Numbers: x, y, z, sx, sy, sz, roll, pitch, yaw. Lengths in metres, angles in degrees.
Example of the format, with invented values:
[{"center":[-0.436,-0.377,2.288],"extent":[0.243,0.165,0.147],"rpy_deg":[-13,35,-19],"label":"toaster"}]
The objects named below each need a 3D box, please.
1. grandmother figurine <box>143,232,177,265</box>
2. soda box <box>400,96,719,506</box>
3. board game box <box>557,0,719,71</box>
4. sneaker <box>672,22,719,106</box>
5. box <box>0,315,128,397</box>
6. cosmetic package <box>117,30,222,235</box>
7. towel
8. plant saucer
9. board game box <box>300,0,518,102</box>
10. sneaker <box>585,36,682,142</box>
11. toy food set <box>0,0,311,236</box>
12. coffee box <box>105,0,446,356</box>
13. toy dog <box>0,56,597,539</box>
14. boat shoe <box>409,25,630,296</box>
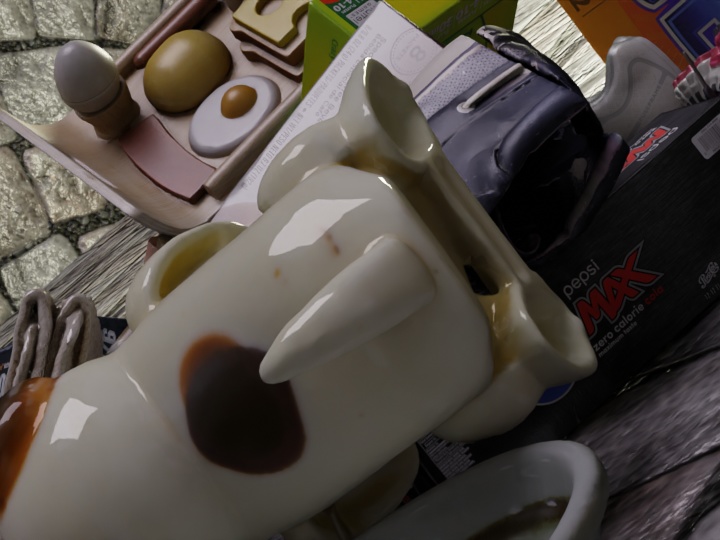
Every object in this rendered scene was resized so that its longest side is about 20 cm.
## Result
[{"center":[-0.101,0.074,1.265],"extent":[0.121,0.060,0.201],"rpy_deg":[-30,-39,-68],"label":"grandmother figurine"},{"center":[0.085,0.015,1.042],"extent":[0.200,0.063,0.071],"rpy_deg":[-40,9,-16],"label":"soda box"},{"center":[0.195,-0.218,1.347],"extent":[0.200,0.200,0.200],"rpy_deg":[-35,9,21],"label":"board game box"},{"center":[0.184,-0.073,1.093],"extent":[0.080,0.075,0.200],"rpy_deg":[-28,-4,3],"label":"sneaker"},{"center":[-0.151,0.114,1.239],"extent":[0.046,0.160,0.200],"rpy_deg":[6,-12,-23],"label":"box"},{"center":[-0.052,-0.025,1.378],"extent":[0.090,0.107,0.200],"rpy_deg":[-47,-22,-11],"label":"cosmetic package"},{"center":[-0.129,0.080,1.047],"extent":[0.200,0.034,0.133],"rpy_deg":[128,153,-83],"label":"towel"},{"center":[0.006,0.133,0.789],"extent":[0.200,0.050,0.200],"rpy_deg":[-37,8,6],"label":"plant saucer"},{"center":[0.019,-0.073,1.243],"extent":[0.101,0.048,0.201],"rpy_deg":[-38,-26,-29],"label":"board game box"},{"center":[0.087,-0.040,1.278],"extent":[0.200,0.081,0.075],"rpy_deg":[-37,10,15],"label":"sneaker"},{"center":[-0.075,-0.117,1.263],"extent":[0.200,0.060,0.143],"rpy_deg":[-47,42,-10],"label":"toy food set"},{"center":[0.000,0.000,1.110],"extent":[0.200,0.113,0.080],"rpy_deg":[-51,-37,3],"label":"coffee box"},{"center":[-0.035,0.052,0.894],"extent":[0.200,0.140,0.194],"rpy_deg":[-38,10,15],"label":"toy dog"},{"center":[0.018,-0.005,0.990],"extent":[0.200,0.075,0.093],"rpy_deg":[-52,30,-1],"label":"boat shoe"}]
